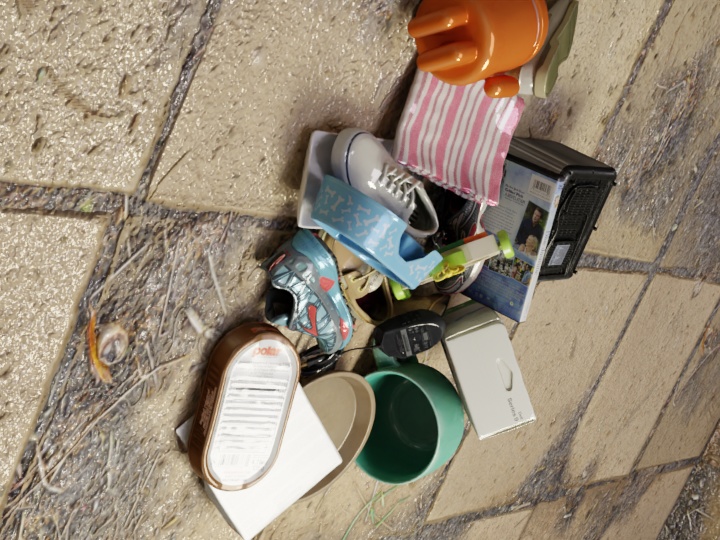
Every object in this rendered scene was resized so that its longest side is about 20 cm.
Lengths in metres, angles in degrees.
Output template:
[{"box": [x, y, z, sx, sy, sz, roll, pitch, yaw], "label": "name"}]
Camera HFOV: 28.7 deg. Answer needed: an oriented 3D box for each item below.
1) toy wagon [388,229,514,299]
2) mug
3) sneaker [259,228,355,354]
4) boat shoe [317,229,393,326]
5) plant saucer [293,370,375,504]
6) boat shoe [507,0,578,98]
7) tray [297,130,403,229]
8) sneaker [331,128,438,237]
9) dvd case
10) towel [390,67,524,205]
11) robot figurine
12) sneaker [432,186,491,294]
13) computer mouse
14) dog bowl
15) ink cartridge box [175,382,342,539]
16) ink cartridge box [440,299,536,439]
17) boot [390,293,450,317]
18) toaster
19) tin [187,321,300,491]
[{"box": [0.109, -0.010, 1.713, 0.153, 0.040, 0.200, -22, 176, 6], "label": "toy wagon"}, {"box": [0.070, 0.187, 1.902, 0.114, 0.151, 0.187, -11, 125, -61], "label": "mug"}, {"box": [-0.071, 0.034, 1.639, 0.095, 0.079, 0.201, -31, 140, -13], "label": "sneaker"}, {"box": [0.000, 0.000, 1.703, 0.074, 0.066, 0.201, -50, 150, -15], "label": "boat shoe"}, {"box": [-0.065, 0.210, 1.808, 0.199, 0.029, 0.202, -25, 134, -29], "label": "plant saucer"}, {"box": [0.229, -0.292, 1.789, 0.201, 0.068, 0.075, -58, 155, -49], "label": "boat shoe"}, {"box": [-0.013, -0.102, 1.615, 0.199, 0.022, 0.109, -1, 103, -58], "label": "tray"}, {"box": [0.034, -0.100, 1.603, 0.200, 0.070, 0.074, 41, 67, -55], "label": "sneaker"}, {"box": [0.182, -0.051, 1.844, 0.017, 0.142, 0.202, -8, 117, -48], "label": "dvd case"}, {"box": [0.121, -0.172, 1.699, 0.199, 0.030, 0.148, 21, 84, -47], "label": "towel"}, {"box": [0.139, -0.277, 1.612, 0.199, 0.144, 0.117, -26, 154, -45], "label": "robot figurine"}, {"box": [0.120, -0.060, 1.826, 0.074, 0.080, 0.202, -25, 132, -45], "label": "sneaker"}, {"box": [0.010, 0.088, 1.748, 0.197, 0.034, 0.059, -14, 136, -1], "label": "computer mouse"}, {"box": [0.015, -0.038, 1.568, 0.050, 0.111, 0.200, -58, 146, -4], "label": "dog bowl"}, {"box": [-0.128, 0.206, 1.700, 0.162, 0.050, 0.201, -38, 123, -16], "label": "ink cartridge box"}, {"box": [0.165, 0.128, 1.908, 0.087, 0.147, 0.200, -20, -172, -1], "label": "ink cartridge box"}, {"box": [0.073, 0.053, 1.869, 0.200, 0.075, 0.074, 8, 106, -83], "label": "boot"}, {"box": [0.248, -0.080, 1.966, 0.199, 0.118, 0.183, -5, 121, -57], "label": "toaster"}, {"box": [-0.132, 0.160, 1.625, 0.111, 0.042, 0.203, 4, 106, -40], "label": "tin"}]
